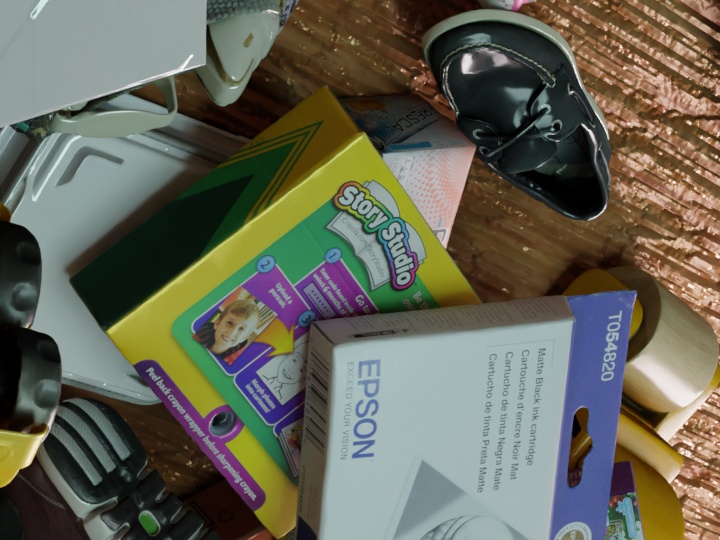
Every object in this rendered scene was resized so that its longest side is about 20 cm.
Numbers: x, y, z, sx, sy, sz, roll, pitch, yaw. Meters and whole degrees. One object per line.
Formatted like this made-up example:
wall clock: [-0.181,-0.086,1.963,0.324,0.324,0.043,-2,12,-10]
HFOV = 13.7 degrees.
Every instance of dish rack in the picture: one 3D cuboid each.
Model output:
dish rack: [-0.133,-0.005,1.621,0.200,0.044,0.172,20,109,-44]

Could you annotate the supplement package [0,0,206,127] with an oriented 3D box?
supplement package: [-0.164,-0.185,1.407,0.156,0.111,0.200,-19,131,-27]

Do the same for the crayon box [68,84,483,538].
crayon box: [-0.033,0.026,1.629,0.172,0.058,0.200,-38,132,-2]

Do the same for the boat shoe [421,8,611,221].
boat shoe: [0.094,-0.081,1.693,0.074,0.066,0.199,-17,153,13]

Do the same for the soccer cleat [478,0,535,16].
soccer cleat: [0.078,-0.231,1.605,0.086,0.070,0.200,9,123,-14]

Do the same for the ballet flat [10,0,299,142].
ballet flat: [-0.098,-0.109,1.542,0.200,0.072,0.072,-21,132,-27]

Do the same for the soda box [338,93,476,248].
soda box: [0.000,0.000,1.714,0.068,0.064,0.200,-6,125,-35]

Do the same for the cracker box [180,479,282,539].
cracker box: [-0.045,0.204,1.840,0.134,0.058,0.200,-27,134,-21]

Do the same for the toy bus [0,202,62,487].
toy bus: [-0.243,0.073,1.480,0.135,0.200,0.192,11,122,-23]

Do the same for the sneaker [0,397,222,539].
sneaker: [-0.137,0.168,1.675,0.076,0.115,0.200,-35,97,-42]

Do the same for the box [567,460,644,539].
box: [0.110,0.215,1.789,0.137,0.039,0.200,-9,118,4]

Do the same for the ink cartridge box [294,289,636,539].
ink cartridge box: [0.062,0.113,1.653,0.200,0.041,0.200,-7,116,-23]

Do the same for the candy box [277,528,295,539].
candy box: [-0.016,0.197,1.796,0.102,0.026,0.200,-8,125,-41]

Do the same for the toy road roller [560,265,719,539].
toy road roller: [0.155,0.113,1.860,0.200,0.146,0.123,-50,138,5]
